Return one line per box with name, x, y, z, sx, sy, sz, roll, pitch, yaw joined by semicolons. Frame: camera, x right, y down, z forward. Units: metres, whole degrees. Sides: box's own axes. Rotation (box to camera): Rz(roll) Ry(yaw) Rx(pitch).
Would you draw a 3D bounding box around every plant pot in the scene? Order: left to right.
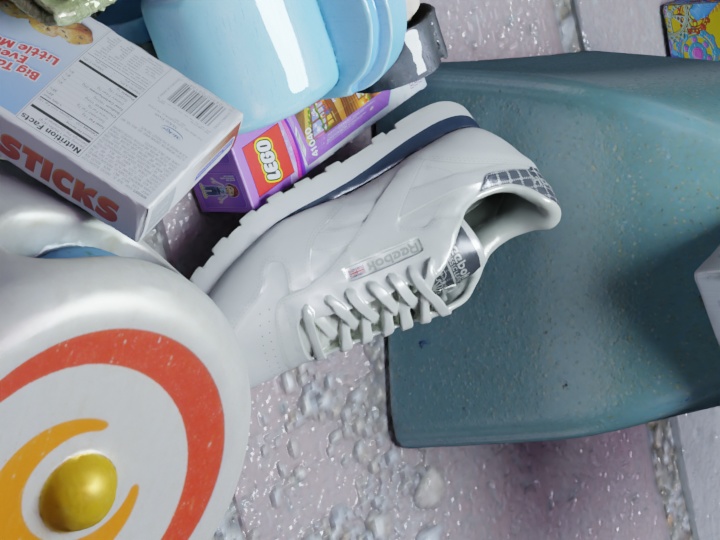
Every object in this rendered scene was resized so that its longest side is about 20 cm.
plant pot;0.149;-0.013;1.438;0.196;0.200;0.197;-8;97;-48

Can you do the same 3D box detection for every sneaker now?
sneaker;0.000;0.000;1.327;0.200;0.080;0.076;-38;148;-16

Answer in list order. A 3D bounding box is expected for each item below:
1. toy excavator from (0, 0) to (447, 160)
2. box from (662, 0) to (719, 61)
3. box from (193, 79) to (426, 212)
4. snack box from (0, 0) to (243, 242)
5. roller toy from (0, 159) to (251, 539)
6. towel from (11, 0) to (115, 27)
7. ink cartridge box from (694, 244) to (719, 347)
toy excavator;-0.086;-0.092;1.205;0.200;0.194;0.100;-47;125;-52
box;0.294;-0.069;1.602;0.122;0.192;0.201;-23;108;-45
box;-0.052;-0.146;1.332;0.137;0.039;0.200;-38;118;-39
snack box;-0.148;-0.089;1.131;0.072;0.200;0.024;-48;166;-41
roller toy;-0.144;0.062;1.123;0.200;0.140;0.183;-36;133;-18
towel;-0.109;-0.184;1.180;0.200;0.148;0.037;-39;158;-32
ink cartridge box;0.247;0.042;1.363;0.160;0.047;0.200;-43;119;-38
